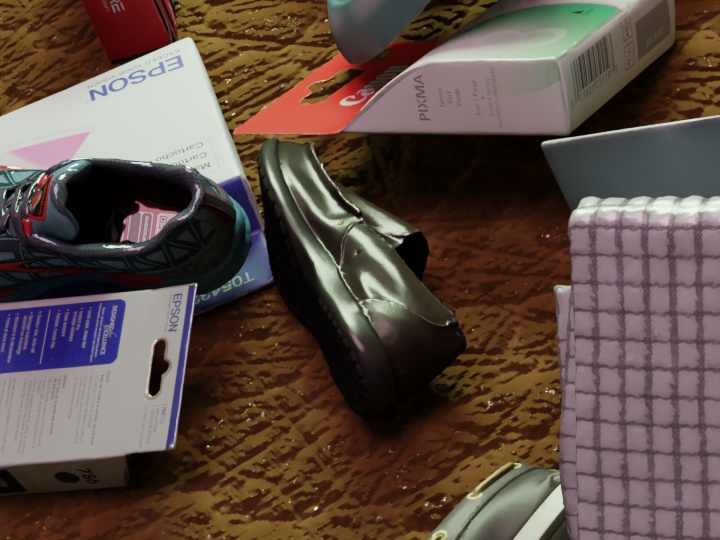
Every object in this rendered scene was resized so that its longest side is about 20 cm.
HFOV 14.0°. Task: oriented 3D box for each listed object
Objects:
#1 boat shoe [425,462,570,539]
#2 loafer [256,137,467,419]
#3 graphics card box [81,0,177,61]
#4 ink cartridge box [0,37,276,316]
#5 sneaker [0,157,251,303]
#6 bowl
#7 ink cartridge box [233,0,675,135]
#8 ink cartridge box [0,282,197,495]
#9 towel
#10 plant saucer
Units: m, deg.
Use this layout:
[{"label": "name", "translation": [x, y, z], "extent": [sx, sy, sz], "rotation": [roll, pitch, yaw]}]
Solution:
[{"label": "boat shoe", "translation": [0.035, 0.159, 1.299], "extent": [0.061, 0.072, 0.201], "rotation": [17, 47, 43]}, {"label": "loafer", "translation": [0.000, 0.000, 1.502], "extent": [0.071, 0.073, 0.200], "rotation": [-16, 44, -12]}, {"label": "graphics card box", "translation": [-0.157, -0.236, 1.789], "extent": [0.051, 0.126, 0.200], "rotation": [-17, 40, 8]}, {"label": "ink cartridge box", "translation": [-0.159, -0.030, 1.624], "extent": [0.196, 0.043, 0.200], "rotation": [-23, 38, 0]}, {"label": "sneaker", "translation": [-0.162, -0.033, 1.534], "extent": [0.199, 0.096, 0.080], "rotation": [-4, 70, 7]}, {"label": "bowl", "translation": [0.189, -0.023, 1.363], "extent": [0.200, 0.105, 0.201], "rotation": [-7, 2, 0]}, {"label": "ink cartridge box", "translation": [0.050, -0.118, 1.577], "extent": [0.200, 0.050, 0.161], "rotation": [4, 23, 26]}, {"label": "ink cartridge box", "translation": [-0.173, 0.065, 1.508], "extent": [0.200, 0.039, 0.100], "rotation": [-5, 58, 21]}, {"label": "towel", "translation": [0.171, 0.064, 1.252], "extent": [0.165, 0.201, 0.086], "rotation": [-2, 4, 25]}, {"label": "plant saucer", "translation": [0.035, -0.205, 1.588], "extent": [0.200, 0.027, 0.200], "rotation": [-53, 17, 24]}]
